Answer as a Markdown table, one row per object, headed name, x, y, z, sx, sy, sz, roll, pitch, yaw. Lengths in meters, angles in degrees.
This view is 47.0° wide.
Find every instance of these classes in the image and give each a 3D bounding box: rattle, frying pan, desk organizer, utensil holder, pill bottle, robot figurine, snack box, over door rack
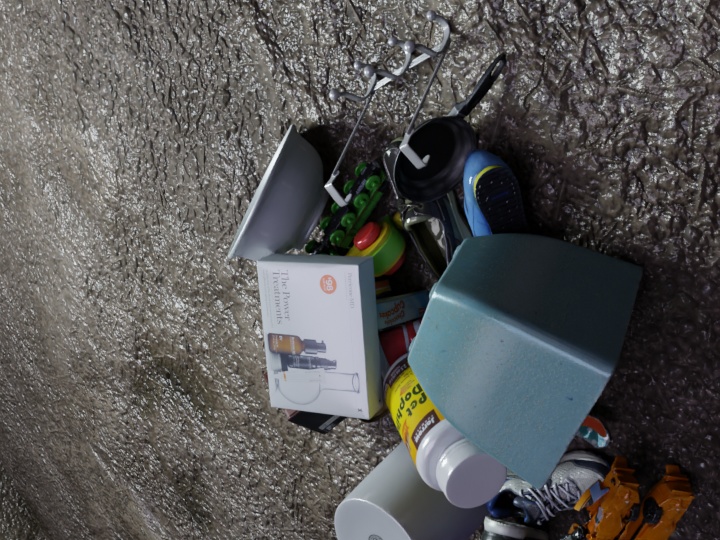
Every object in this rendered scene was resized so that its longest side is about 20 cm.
| name | x | y | z | sx | sy | sz | roll | pitch | yaw |
| --- | --- | --- | --- | --- | --- | --- | --- | --- | --- |
| rattle | 0.219 | 0.177 | 1.083 | 0.199 | 0.144 | 0.130 | -31 | 123 | 32 |
| frying pan | 0.093 | -0.164 | 0.959 | 0.031 | 0.113 | 0.193 | 52 | 141 | 43 |
| desk organizer | -0.072 | 0.184 | 1.239 | 0.077 | 0.071 | 0.200 | 53 | 180 | 21 |
| utensil holder | 0.082 | 0.333 | 1.172 | 0.168 | 0.199 | 0.173 | 21 | 125 | 33 |
| pill bottle | 0.103 | 0.190 | 1.006 | 0.201 | 0.107 | 0.111 | -121 | 26 | -58 |
| robot figurine | 0.318 | 0.316 | 1.018 | 0.142 | 0.059 | 0.202 | 11 | 129 | -8 |
| snack box | -0.009 | 0.069 | 1.168 | 0.198 | 0.115 | 0.038 | -15 | 89 | 46 |
| over door rack | 0.024 | -0.192 | 0.950 | 0.066 | 0.203 | 0.147 | 30 | 149 | -30 |

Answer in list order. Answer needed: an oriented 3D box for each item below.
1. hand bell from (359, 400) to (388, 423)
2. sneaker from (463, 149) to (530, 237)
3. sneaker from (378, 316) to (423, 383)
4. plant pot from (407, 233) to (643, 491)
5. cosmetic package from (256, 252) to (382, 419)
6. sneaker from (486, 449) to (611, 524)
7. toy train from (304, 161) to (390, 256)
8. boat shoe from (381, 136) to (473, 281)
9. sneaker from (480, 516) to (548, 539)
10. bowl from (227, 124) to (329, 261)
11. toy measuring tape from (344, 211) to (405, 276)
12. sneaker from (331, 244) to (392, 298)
| name | x | y | z | sx | sy | sz | roll | pitch | yaw |
| --- | --- | --- | --- | --- | --- | --- | --- | --- | --- |
| hand bell | -0.029 | 0.132 | 1.264 | 0.199 | 0.103 | 0.106 | 36 | 134 | 39 |
| sneaker | 0.164 | -0.052 | 0.996 | 0.079 | 0.065 | 0.203 | -116 | 8 | -59 |
| sneaker | 0.091 | 0.142 | 1.152 | 0.072 | 0.111 | 0.201 | -106 | -11 | -45 |
| plant pot | 0.169 | 0.073 | 0.919 | 0.198 | 0.196 | 0.198 | 27 | 130 | 11 |
| cosmetic package | -0.052 | 0.082 | 1.069 | 0.148 | 0.052 | 0.204 | 1 | 105 | 24 |
| sneaker | 0.246 | 0.296 | 1.082 | 0.199 | 0.085 | 0.078 | -28 | 93 | 46 |
| toy train | -0.022 | -0.059 | 1.115 | 0.201 | 0.056 | 0.042 | -55 | 50 | 22 |
| boat shoe | 0.083 | -0.072 | 1.044 | 0.071 | 0.066 | 0.203 | -28 | 93 | 47 |
| sneaker | 0.198 | 0.389 | 1.103 | 0.068 | 0.200 | 0.101 | 5 | 72 | 28 |
| bowl | -0.102 | -0.091 | 1.144 | 0.089 | 0.203 | 0.202 | 26 | 137 | -11 |
| toy measuring tape | 0.000 | 0.000 | 1.090 | 0.073 | 0.200 | 0.074 | 42 | 178 | 2 |
| sneaker | -0.037 | 0.003 | 1.206 | 0.198 | 0.069 | 0.092 | -6 | 94 | 44 |
